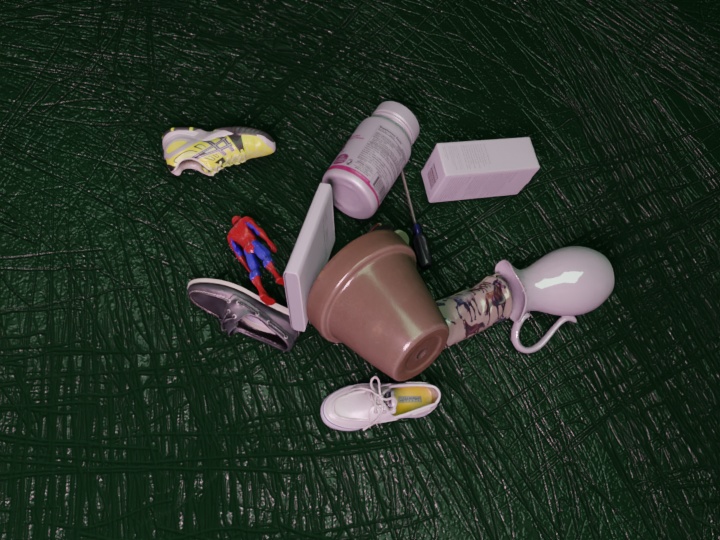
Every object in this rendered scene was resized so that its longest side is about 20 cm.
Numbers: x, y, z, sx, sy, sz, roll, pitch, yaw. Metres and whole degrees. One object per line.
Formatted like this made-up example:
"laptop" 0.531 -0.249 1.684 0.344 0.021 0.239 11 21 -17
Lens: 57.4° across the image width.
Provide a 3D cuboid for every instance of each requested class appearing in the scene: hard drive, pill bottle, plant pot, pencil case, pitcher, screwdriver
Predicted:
"hard drive" -0.078 -0.024 1.058 0.026 0.134 0.203 8 48 10
"pill bottle" 0.024 -0.204 1.194 0.112 0.114 0.202 32 64 1
"plant pot" 0.040 0.070 1.012 0.198 0.202 0.175 -29 57 -23
"pencil case" 0.170 0.074 1.139 0.196 0.078 0.091 -21 96 -20
"pitcher" 0.353 0.050 1.186 0.195 0.121 0.176 -10 100 -15
"screwdriver" 0.101 -0.100 1.221 0.029 0.028 0.205 11 61 -43

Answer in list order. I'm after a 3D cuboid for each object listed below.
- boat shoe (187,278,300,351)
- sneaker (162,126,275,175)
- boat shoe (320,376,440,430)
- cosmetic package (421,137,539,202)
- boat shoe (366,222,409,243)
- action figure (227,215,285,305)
"boat shoe" -0.189 0.077 1.049 0.196 0.075 0.067 25 52 -14
"sneaker" -0.246 -0.204 1.155 0.195 0.076 0.078 -4 76 -4
"boat shoe" 0.037 0.210 1.046 0.197 0.086 0.076 0 68 -15
"cosmetic package" 0.225 -0.191 1.247 0.195 0.102 0.073 -7 69 -17
"boat shoe" 0.001 0.002 1.137 0.063 0.074 0.202 27 70 38
"action figure" -0.173 -0.028 1.078 0.065 0.051 0.201 -45 51 12
